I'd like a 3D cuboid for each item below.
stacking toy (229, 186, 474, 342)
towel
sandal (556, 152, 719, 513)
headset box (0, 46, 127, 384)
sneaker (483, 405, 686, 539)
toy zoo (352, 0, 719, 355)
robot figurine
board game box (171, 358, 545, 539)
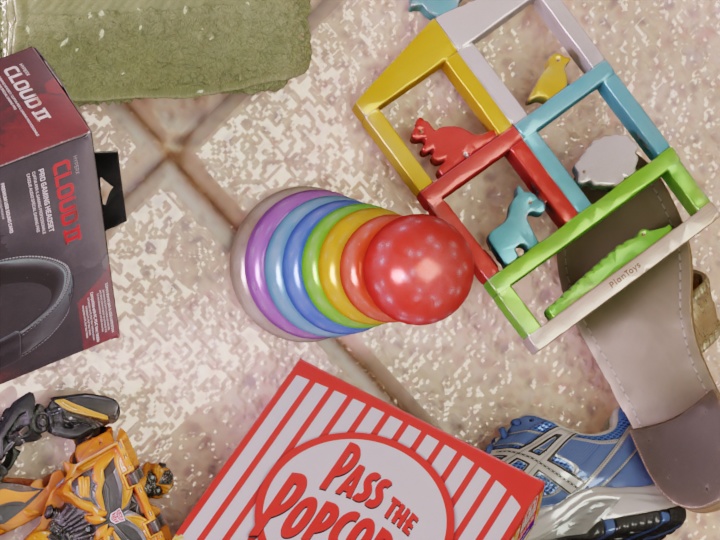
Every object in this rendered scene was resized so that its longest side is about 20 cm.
[{"bbox_3d":[0.000,0.000,1.334,0.085,0.200,0.086,-1,92,-20],"label":"stacking toy"},{"bbox_3d":[-0.110,-0.157,1.341,0.200,0.036,0.149,-10,110,-32],"label":"towel"},{"bbox_3d":[0.169,0.039,1.470,0.077,0.070,0.212,-22,70,16],"label":"sandal"},{"bbox_3d":[-0.210,-0.010,1.284,0.200,0.077,0.149,-21,140,-18],"label":"headset box"},{"bbox_3d":[0.077,0.126,1.445,0.199,0.076,0.077,-7,69,-18],"label":"sneaker"},{"bbox_3d":[0.087,-0.072,1.433,0.131,0.020,0.200,-36,85,-11],"label":"toy zoo"},{"bbox_3d":[-0.182,0.151,1.347,0.200,0.058,0.145,-27,102,-17],"label":"robot figurine"},{"bbox_3d":[-0.018,0.159,1.342,0.151,0.046,0.200,25,56,14],"label":"board game box"}]
